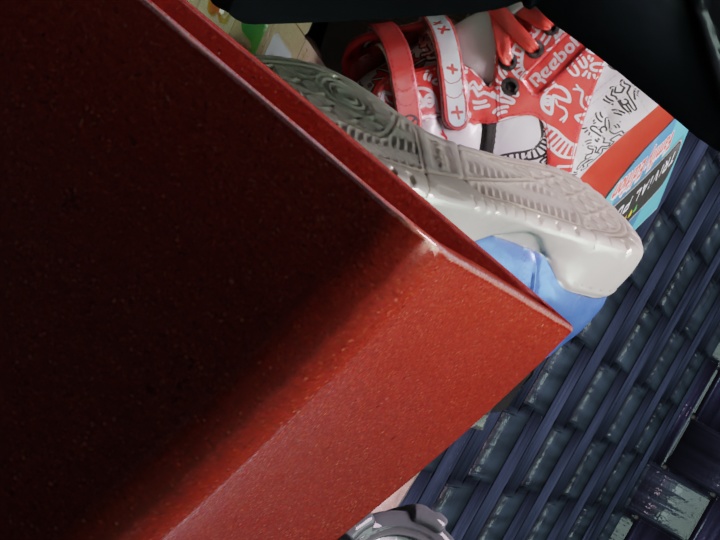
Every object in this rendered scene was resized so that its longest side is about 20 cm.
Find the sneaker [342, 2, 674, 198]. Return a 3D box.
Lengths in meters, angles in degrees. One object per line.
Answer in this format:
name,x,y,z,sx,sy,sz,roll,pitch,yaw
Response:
sneaker,0.062,-0.083,1.001,0.202,0.108,0.067,-58,-147,31

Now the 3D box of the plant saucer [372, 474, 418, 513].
plant saucer,0.007,0.060,1.203,0.200,0.032,0.200,-55,166,-21

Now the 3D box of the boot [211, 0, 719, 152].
boot,0.042,-0.098,0.832,0.200,0.168,0.077,52,44,-51

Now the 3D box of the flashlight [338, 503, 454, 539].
flashlight,-0.018,0.137,1.067,0.200,0.068,0.068,-34,-145,67

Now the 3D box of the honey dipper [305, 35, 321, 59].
honey dipper,-0.070,-0.012,0.984,0.200,0.038,0.038,-58,167,-28

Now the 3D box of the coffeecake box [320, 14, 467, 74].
coffeecake box,0.064,-0.132,1.134,0.200,0.073,0.154,-43,156,-53

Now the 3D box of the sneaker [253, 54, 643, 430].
sneaker,0.001,0.001,0.954,0.200,0.077,0.111,17,117,-43

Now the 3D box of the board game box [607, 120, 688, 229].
board game box,0.115,-0.093,1.136,0.151,0.047,0.200,-40,153,-56

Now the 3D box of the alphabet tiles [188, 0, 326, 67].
alphabet tiles,-0.056,-0.058,0.912,0.167,0.006,0.200,-67,162,-10

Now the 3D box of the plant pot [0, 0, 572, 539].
plant pot,-0.093,0.010,0.635,0.176,0.200,0.200,-50,167,4
